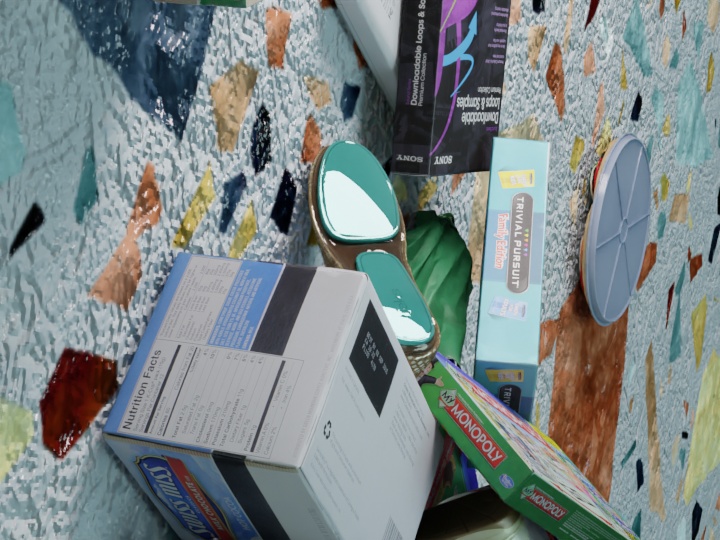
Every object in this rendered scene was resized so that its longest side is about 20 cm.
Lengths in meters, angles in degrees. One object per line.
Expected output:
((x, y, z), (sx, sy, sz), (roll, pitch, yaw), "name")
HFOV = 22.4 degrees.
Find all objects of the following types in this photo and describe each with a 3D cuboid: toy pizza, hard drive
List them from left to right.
((0.034, -0.200, 1.328), (0.200, 0.026, 0.133), (58, 46, -56), "hard drive")
((0.259, -0.044, 1.886), (0.200, 0.031, 0.203), (9, 90, -66), "toy pizza")

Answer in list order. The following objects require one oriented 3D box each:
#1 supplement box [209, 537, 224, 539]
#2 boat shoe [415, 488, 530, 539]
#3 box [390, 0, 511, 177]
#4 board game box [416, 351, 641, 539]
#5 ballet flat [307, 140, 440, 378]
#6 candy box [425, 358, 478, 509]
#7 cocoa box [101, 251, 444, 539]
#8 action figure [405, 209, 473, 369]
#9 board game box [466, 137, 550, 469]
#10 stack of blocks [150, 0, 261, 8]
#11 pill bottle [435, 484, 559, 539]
((-0.020, 0.229, 1.097), (0.109, 0.198, 0.061), (137, -26, -66), "supplement box")
((0.024, 0.207, 1.214), (0.067, 0.198, 0.074), (65, 25, -15), "boat shoe")
((0.072, -0.171, 1.347), (0.143, 0.036, 0.202), (-13, 110, -65), "box")
((0.115, 0.134, 1.227), (0.029, 0.135, 0.200), (-45, 140, 6), "board game box")
((0.000, 0.000, 1.212), (0.201, 0.070, 0.066), (-104, -154, -43), "ballet flat")
((0.027, 0.192, 1.371), (0.170, 0.076, 0.201), (-61, 150, -42), "candy box")
((-0.047, 0.101, 1.106), (0.201, 0.130, 0.134), (65, 39, -52), "cocoa box")
((0.049, 0.008, 1.369), (0.118, 0.054, 0.200), (51, 27, -15), "action figure")
((0.112, 0.026, 1.373), (0.152, 0.046, 0.202), (89, 6, -55), "board game box")
((-0.077, -0.244, 0.951), (0.059, 0.114, 0.202), (-38, 132, -57), "stack of blocks")
((0.117, 0.211, 1.348), (0.200, 0.111, 0.114), (1, 96, -66), "pill bottle")
